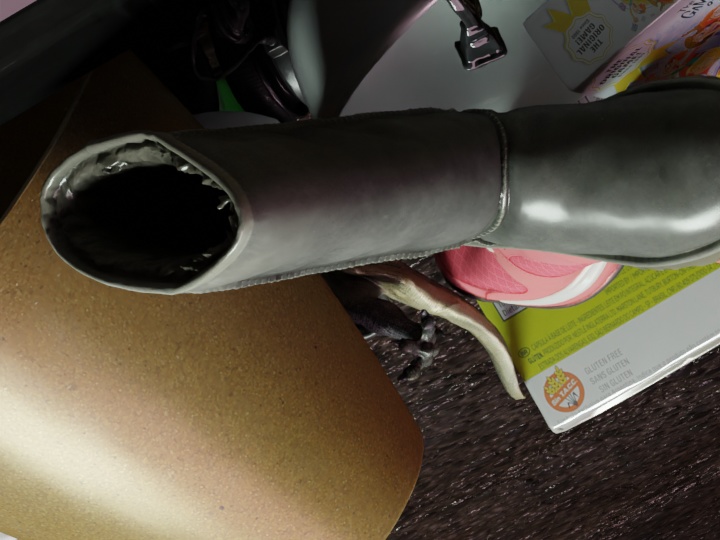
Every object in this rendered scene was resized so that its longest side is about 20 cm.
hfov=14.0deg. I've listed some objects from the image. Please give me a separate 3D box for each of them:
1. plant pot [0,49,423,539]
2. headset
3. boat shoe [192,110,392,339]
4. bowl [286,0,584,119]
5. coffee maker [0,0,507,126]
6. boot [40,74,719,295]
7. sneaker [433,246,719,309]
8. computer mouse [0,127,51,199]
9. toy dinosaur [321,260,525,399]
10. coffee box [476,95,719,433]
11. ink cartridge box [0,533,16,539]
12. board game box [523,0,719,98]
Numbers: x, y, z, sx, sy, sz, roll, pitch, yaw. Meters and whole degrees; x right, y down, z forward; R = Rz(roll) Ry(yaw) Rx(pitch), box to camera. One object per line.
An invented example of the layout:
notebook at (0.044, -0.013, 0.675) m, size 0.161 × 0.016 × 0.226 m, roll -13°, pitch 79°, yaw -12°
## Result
plant pot at (-0.079, 0.037, 1.088) m, size 0.186 × 0.200 × 0.186 m, roll -46°, pitch -161°, yaw 21°
headset at (-0.067, -0.098, 1.259) m, size 0.123 × 0.094 × 0.200 m, roll -21°, pitch 177°, yaw -9°
boat shoe at (-0.039, -0.010, 1.270) m, size 0.070 × 0.066 × 0.200 m, roll -29°, pitch 156°, yaw 11°
bowl at (0.045, -0.123, 1.098) m, size 0.201 × 0.090 × 0.201 m, roll -31°, pitch 163°, yaw -10°
coffee maker at (-0.090, -0.117, 0.941) m, size 0.200 × 0.192 × 0.135 m, roll -29°, pitch 143°, yaw 6°
boot at (0.022, -0.030, 0.977) m, size 0.182 × 0.073 × 0.200 m, roll -9°, pitch 172°, yaw 39°
sneaker at (0.080, -0.035, 1.129) m, size 0.087 × 0.074 × 0.200 m, roll 13°, pitch 163°, yaw -35°
computer mouse at (-0.119, 0.029, 1.197) m, size 0.138 × 0.053 × 0.200 m, roll -41°, pitch 121°, yaw 6°
toy dinosaur at (0.000, 0.000, 1.165) m, size 0.047 × 0.200 × 0.088 m, roll -54°, pitch -165°, yaw 4°
coffee box at (0.145, -0.079, 1.283) m, size 0.200 × 0.198 × 0.200 m, roll -32°, pitch 177°, yaw 25°
ink cartridge box at (-0.180, 0.054, 1.355) m, size 0.200 × 0.147 × 0.086 m, roll -6°, pitch 177°, yaw -45°
board game box at (0.167, -0.135, 1.077) m, size 0.200 × 0.034 × 0.134 m, roll -40°, pitch 162°, yaw 21°
